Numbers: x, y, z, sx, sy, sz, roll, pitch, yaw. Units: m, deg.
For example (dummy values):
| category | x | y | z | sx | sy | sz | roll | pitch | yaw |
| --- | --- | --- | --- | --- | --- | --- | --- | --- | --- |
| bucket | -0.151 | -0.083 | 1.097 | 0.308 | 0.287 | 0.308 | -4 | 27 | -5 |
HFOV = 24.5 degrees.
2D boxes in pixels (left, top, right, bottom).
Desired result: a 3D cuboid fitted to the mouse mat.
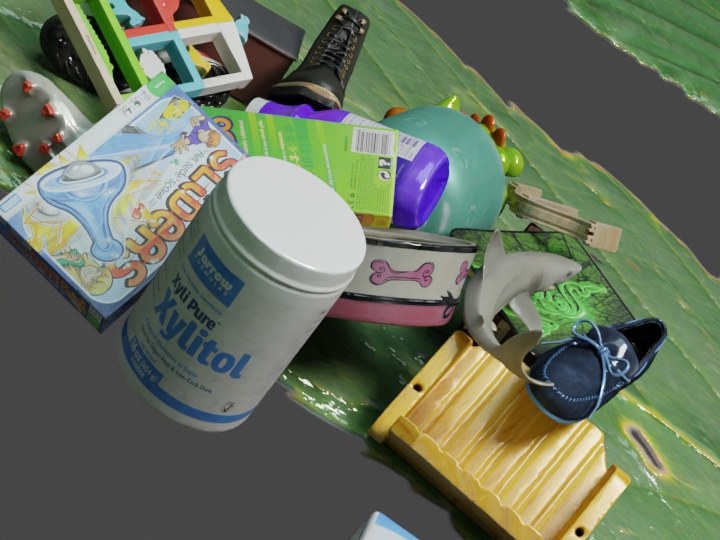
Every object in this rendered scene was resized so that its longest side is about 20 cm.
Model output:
| category | x | y | z | sx | sy | sz | roll | pitch | yaw |
| --- | --- | --- | --- | --- | --- | --- | --- | --- | --- |
| mouse mat | 0.187 | 0.020 | 1.605 | 0.199 | 0.008 | 0.161 | -1 | 49 | -45 |

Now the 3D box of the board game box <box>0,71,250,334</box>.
| category | x | y | z | sx | sy | sz | roll | pitch | yaw |
| --- | --- | --- | --- | --- | --- | --- | --- | --- | --- |
| board game box | -0.193 | -0.060 | 1.402 | 0.135 | 0.034 | 0.200 | 43 | 63 | 5 |

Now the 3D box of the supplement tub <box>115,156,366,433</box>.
| category | x | y | z | sx | sy | sz | roll | pitch | yaw |
| --- | --- | --- | --- | --- | --- | --- | --- | --- | --- |
| supplement tub | -0.099 | 0.022 | 1.327 | 0.131 | 0.200 | 0.132 | 25 | 34 | -18 |

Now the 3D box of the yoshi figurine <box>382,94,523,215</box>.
| category | x | y | z | sx | sy | sz | roll | pitch | yaw |
| --- | --- | --- | --- | --- | --- | --- | --- | --- | --- |
| yoshi figurine | 0.095 | -0.106 | 1.752 | 0.112 | 0.112 | 0.200 | -35 | 29 | -19 |

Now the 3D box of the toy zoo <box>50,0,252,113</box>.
| category | x | y | z | sx | sy | sz | roll | pitch | yaw |
| --- | --- | --- | --- | --- | --- | --- | --- | --- | --- |
| toy zoo | -0.188 | -0.226 | 1.605 | 0.199 | 0.020 | 0.132 | -19 | 76 | -42 |

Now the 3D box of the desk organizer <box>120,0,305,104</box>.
| category | x | y | z | sx | sy | sz | roll | pitch | yaw |
| --- | --- | --- | --- | --- | --- | --- | --- | --- | --- |
| desk organizer | -0.165 | -0.256 | 1.735 | 0.199 | 0.077 | 0.072 | 29 | 32 | -13 |

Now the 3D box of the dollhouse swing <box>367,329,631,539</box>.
| category | x | y | z | sx | sy | sz | roll | pitch | yaw |
| --- | --- | --- | --- | --- | --- | --- | --- | --- | --- |
| dollhouse swing | 0.128 | 0.144 | 1.396 | 0.200 | 0.176 | 0.182 | 41 | 69 | 7 |

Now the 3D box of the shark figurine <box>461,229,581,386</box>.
| category | x | y | z | sx | sy | sz | roll | pitch | yaw |
| --- | --- | --- | --- | --- | --- | --- | --- | --- | --- |
| shark figurine | 0.121 | 0.014 | 1.452 | 0.127 | 0.090 | 0.215 | 10 | 28 | 10 |

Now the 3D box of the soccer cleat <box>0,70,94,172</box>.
| category | x | y | z | sx | sy | sz | roll | pitch | yaw |
| --- | --- | --- | --- | --- | --- | --- | --- | --- | --- |
| soccer cleat | -0.244 | -0.096 | 1.473 | 0.200 | 0.069 | 0.077 | 49 | 24 | 9 |

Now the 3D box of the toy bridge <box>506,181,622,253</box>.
| category | x | y | z | sx | sy | sz | roll | pitch | yaw |
| --- | --- | --- | --- | --- | --- | --- | --- | --- | --- |
| toy bridge | 0.188 | -0.060 | 1.689 | 0.067 | 0.027 | 0.200 | 13 | 10 | -24 |

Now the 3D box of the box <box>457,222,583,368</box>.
| category | x | y | z | sx | sy | sz | roll | pitch | yaw |
| --- | --- | --- | --- | --- | --- | --- | --- | --- | --- |
| box | 0.149 | 0.044 | 1.635 | 0.075 | 0.100 | 0.200 | 37 | 32 | 0 |

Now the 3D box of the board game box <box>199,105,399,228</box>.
| category | x | y | z | sx | sy | sz | roll | pitch | yaw |
| --- | --- | --- | --- | --- | --- | --- | --- | --- | --- |
| board game box | -0.068 | -0.094 | 1.484 | 0.199 | 0.030 | 0.096 | 8 | 58 | -4 |

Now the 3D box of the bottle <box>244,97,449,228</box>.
| category | x | y | z | sx | sy | sz | roll | pitch | yaw |
| --- | --- | --- | --- | --- | --- | --- | --- | --- | --- |
| bottle | -0.018 | -0.108 | 1.560 | 0.199 | 0.065 | 0.084 | 22 | 58 | 17 |

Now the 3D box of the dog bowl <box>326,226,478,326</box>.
| category | x | y | z | sx | sy | sz | roll | pitch | yaw |
| --- | --- | --- | --- | --- | --- | --- | --- | --- | --- |
| dog bowl | 0.000 | 0.000 | 1.446 | 0.199 | 0.074 | 0.200 | 7 | 5 | -1 |

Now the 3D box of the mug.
| category | x | y | z | sx | sy | sz | roll | pitch | yaw |
| --- | --- | --- | --- | --- | --- | --- | --- | --- | --- |
| mug | 0.039 | -0.077 | 1.658 | 0.114 | 0.184 | 0.153 | -28 | 101 | -55 |

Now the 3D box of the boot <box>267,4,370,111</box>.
| category | x | y | z | sx | sy | sz | roll | pitch | yaw |
| --- | --- | --- | --- | --- | --- | --- | --- | --- | --- |
| boot | -0.031 | -0.216 | 1.674 | 0.077 | 0.139 | 0.200 | 29 | -3 | -10 |

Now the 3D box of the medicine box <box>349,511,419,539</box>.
| category | x | y | z | sx | sy | sz | roll | pitch | yaw |
| --- | --- | --- | --- | --- | --- | --- | --- | --- | --- |
| medicine box | 0.033 | 0.306 | 1.185 | 0.182 | 0.103 | 0.200 | 35 | 33 | -3 |

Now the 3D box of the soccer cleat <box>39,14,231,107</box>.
| category | x | y | z | sx | sy | sz | roll | pitch | yaw |
| --- | --- | --- | --- | --- | --- | --- | --- | --- | --- |
| soccer cleat | -0.226 | -0.208 | 1.641 | 0.199 | 0.069 | 0.073 | 14 | 15 | -27 |

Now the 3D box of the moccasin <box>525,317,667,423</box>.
| category | x | y | z | sx | sy | sz | roll | pitch | yaw |
| --- | --- | --- | --- | --- | --- | --- | --- | --- | --- |
| moccasin | 0.213 | 0.075 | 1.490 | 0.081 | 0.068 | 0.200 | 48 | 32 | 10 |
